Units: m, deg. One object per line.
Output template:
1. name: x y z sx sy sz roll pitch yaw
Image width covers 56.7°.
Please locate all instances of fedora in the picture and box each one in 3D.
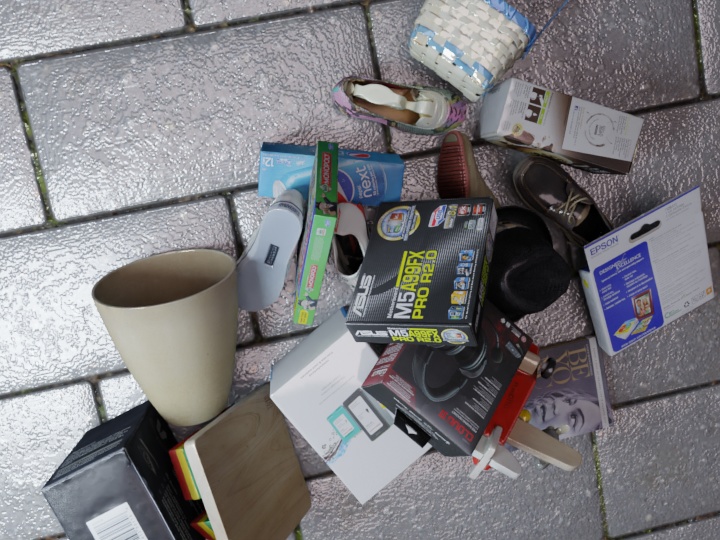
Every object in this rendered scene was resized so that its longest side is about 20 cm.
1. fedora: 0.226 0.007 0.937 0.198 0.091 0.204 -10 110 -30

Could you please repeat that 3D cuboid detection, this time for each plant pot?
1. plant pot: -0.242 0.098 0.903 0.184 0.188 0.203 -9 113 -5

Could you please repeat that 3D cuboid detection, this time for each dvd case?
1. dvd case: 0.291 0.195 1.044 0.197 0.016 0.151 -13 98 -5

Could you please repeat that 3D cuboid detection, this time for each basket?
1. basket: 0.162 -0.349 0.893 0.175 0.139 0.201 36 98 1

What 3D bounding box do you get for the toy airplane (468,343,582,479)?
1. toy airplane: 0.197 0.211 0.958 0.196 0.142 0.202 -13 65 -15

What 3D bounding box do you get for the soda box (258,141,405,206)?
1. soda box: -0.042 -0.133 0.931 0.197 0.068 0.065 4 111 -7

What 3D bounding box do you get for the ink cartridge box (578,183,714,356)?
1. ink cartridge box: 0.422 -0.002 0.987 0.196 0.047 0.202 -27 115 -6

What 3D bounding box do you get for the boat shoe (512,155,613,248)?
1. boat shoe: 0.301 -0.095 0.956 0.199 0.073 0.075 32 95 -26

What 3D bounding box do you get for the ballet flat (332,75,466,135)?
1. ballet flat: 0.059 -0.232 0.933 0.197 0.071 0.070 9 96 -8

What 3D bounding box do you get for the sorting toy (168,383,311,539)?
1. sorting toy: -0.166 0.290 0.924 0.069 0.200 0.202 -15 96 24

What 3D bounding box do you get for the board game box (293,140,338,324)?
1. board game box: -0.059 -0.045 0.862 0.029 0.136 0.201 7 137 -9

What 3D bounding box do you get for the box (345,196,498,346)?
1. box: 0.081 -0.003 0.840 0.158 0.202 0.045 0 142 24

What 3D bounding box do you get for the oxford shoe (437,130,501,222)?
1. oxford shoe: 0.163 -0.105 0.972 0.074 0.070 0.203 -16 106 -23

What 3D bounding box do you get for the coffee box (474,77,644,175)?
1. coffee box: 0.276 -0.199 0.942 0.197 0.113 0.081 14 96 -8

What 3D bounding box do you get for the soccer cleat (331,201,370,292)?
1. soccer cleat: 0.000 0.000 0.925 0.068 0.086 0.202 -6 125 20

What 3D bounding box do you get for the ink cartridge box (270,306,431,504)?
1. ink cartridge box: -0.011 0.184 0.942 0.146 0.147 0.201 -39 101 -1

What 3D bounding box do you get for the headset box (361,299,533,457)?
1. headset box: 0.108 0.127 0.856 0.148 0.077 0.201 40 65 -8

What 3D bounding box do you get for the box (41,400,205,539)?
1. box: -0.300 0.309 0.897 0.116 0.200 0.199 -25 99 -3

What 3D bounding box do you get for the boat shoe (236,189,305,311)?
1. boat shoe: -0.126 -0.033 0.930 0.074 0.087 0.203 21 129 -7
